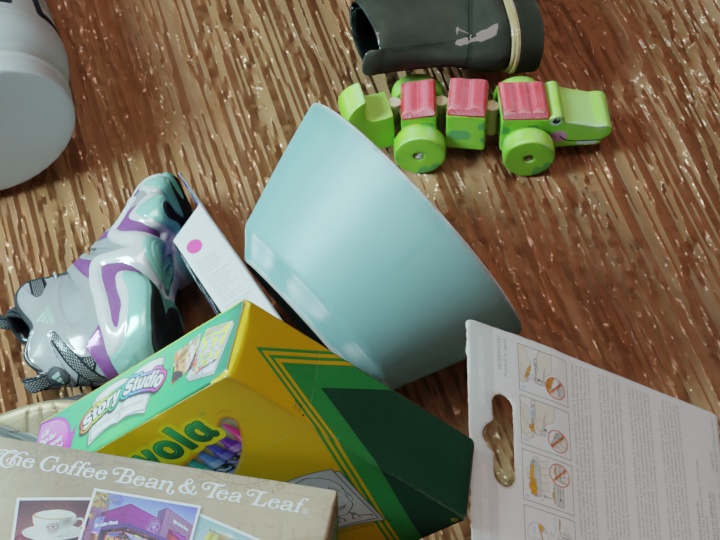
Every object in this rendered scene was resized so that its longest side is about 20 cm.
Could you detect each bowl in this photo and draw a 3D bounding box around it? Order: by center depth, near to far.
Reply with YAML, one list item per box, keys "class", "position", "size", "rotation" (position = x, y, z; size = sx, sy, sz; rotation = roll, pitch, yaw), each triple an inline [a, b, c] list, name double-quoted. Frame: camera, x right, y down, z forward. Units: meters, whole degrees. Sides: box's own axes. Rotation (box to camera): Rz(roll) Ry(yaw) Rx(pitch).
- class: "bowl"
  position: [0.000, 0.000, 1.209]
  size: [0.105, 0.201, 0.201]
  rotation: [-43, 62, -6]

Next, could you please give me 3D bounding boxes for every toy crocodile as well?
- class: "toy crocodile"
  position: [0.083, -0.113, 1.355]
  size: [0.199, 0.062, 0.068]
  rotation: [1, 53, 0]

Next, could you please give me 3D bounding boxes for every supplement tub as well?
- class: "supplement tub"
  position: [-0.291, -0.169, 1.346]
  size: [0.140, 0.141, 0.200]
  rotation: [-16, 55, -12]

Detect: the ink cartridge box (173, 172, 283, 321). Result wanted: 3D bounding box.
- class: "ink cartridge box"
  position: [-0.072, 0.032, 1.221]
  size: [0.037, 0.095, 0.200]
  rotation: [-31, 56, -4]

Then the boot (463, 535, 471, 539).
- class: "boot"
  position: [0.049, 0.222, 1.111]
  size: [0.200, 0.074, 0.075]
  rotation: [-30, 47, -30]

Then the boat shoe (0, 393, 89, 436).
- class: "boat shoe"
  position: [-0.150, 0.108, 1.189]
  size: [0.199, 0.065, 0.072]
  rotation: [-13, 90, 8]

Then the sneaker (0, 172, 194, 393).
- class: "sneaker"
  position: [-0.185, 0.010, 1.258]
  size: [0.139, 0.078, 0.200]
  rotation: [-15, 30, 13]

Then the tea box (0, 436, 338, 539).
- class: "tea box"
  position: [-0.119, 0.207, 1.033]
  size: [0.199, 0.197, 0.134]
  rotation: [8, 53, 7]

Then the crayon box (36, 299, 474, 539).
- class: "crayon box"
  position: [-0.066, 0.113, 1.062]
  size: [0.172, 0.200, 0.058]
  rotation: [32, 47, -28]

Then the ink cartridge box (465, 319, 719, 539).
- class: "ink cartridge box"
  position: [0.136, 0.135, 1.123]
  size: [0.199, 0.050, 0.163]
  rotation: [20, 50, -24]

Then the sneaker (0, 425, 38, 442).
- class: "sneaker"
  position: [-0.274, 0.109, 1.127]
  size: [0.199, 0.115, 0.075]
  rotation: [9, 88, 30]

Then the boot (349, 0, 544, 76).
- class: "boot"
  position: [0.042, -0.221, 1.403]
  size: [0.138, 0.078, 0.200]
  rotation: [-7, 41, -16]
